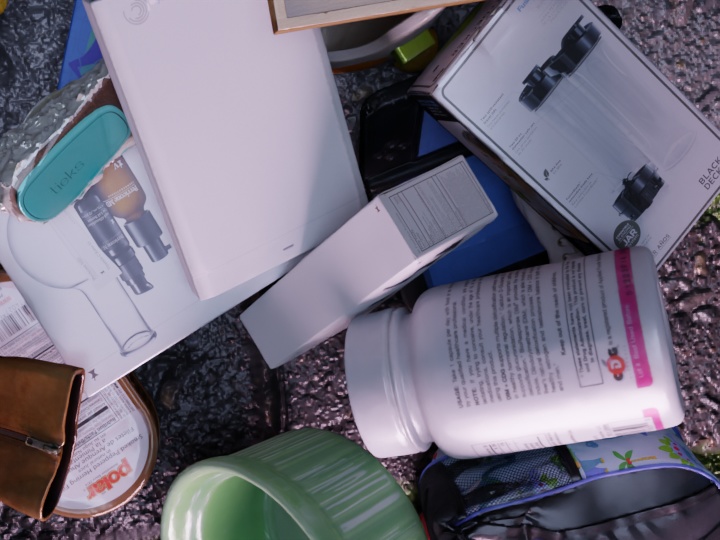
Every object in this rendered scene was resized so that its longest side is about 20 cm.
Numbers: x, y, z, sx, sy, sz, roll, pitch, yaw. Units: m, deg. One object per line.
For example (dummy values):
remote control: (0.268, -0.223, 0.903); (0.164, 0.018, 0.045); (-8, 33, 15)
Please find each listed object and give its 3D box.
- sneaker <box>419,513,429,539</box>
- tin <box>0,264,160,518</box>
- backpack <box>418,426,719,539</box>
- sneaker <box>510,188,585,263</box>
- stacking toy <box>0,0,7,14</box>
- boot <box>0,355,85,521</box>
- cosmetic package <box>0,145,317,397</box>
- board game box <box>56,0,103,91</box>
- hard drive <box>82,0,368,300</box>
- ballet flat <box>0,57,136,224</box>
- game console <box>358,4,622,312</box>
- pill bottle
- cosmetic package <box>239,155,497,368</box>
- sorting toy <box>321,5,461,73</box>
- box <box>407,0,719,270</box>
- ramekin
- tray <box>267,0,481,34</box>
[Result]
sneaker: (0.076, 0.150, 0.885); (0.115, 0.078, 0.201); (-35, 101, -7)
tin: (-0.226, 0.088, 0.836); (0.111, 0.042, 0.201); (-33, 102, -2)
backpack: (0.148, 0.184, 0.803); (0.198, 0.147, 0.185); (-15, 115, -3)
sneaker: (0.168, -0.024, 0.843); (0.072, 0.085, 0.201); (-28, 125, -2)
stacking toy: (-0.257, -0.218, 0.770); (0.116, 0.110, 0.200); (42, 73, -4)
boot: (-0.274, 0.051, 0.757); (0.198, 0.068, 0.190); (13, 96, 19)
cosmetic package: (-0.140, -0.033, 0.785); (0.199, 0.052, 0.152); (-32, 105, -7)
board game box: (-0.145, -0.092, 0.825); (0.151, 0.045, 0.202); (11, 95, -13)
hard drive: (-0.075, -0.096, 0.717); (0.131, 0.026, 0.201); (-27, 121, -18)
ballet flat: (-0.155, -0.113, 0.721); (0.200, 0.072, 0.072); (-40, 103, -10)
game console: (0.109, -0.076, 0.847); (0.198, 0.176, 0.117); (-22, 72, -9)
pill bottle: (0.097, 0.058, 0.739); (0.198, 0.113, 0.114); (-12, 100, 16)
cosmetic package: (0.000, 0.000, 0.779); (0.082, 0.200, 0.051); (-26, 82, -38)
sorting toy: (0.043, -0.216, 0.779); (0.106, 0.180, 0.202); (22, 93, -13)
box: (0.143, -0.097, 0.766); (0.200, 0.060, 0.117); (39, 89, -16)
ramekin: (-0.041, 0.209, 0.808); (0.097, 0.199, 0.202); (-22, 103, -44)
tray: (0.039, -0.203, 0.670); (0.198, 0.037, 0.100); (-11, 98, -8)
